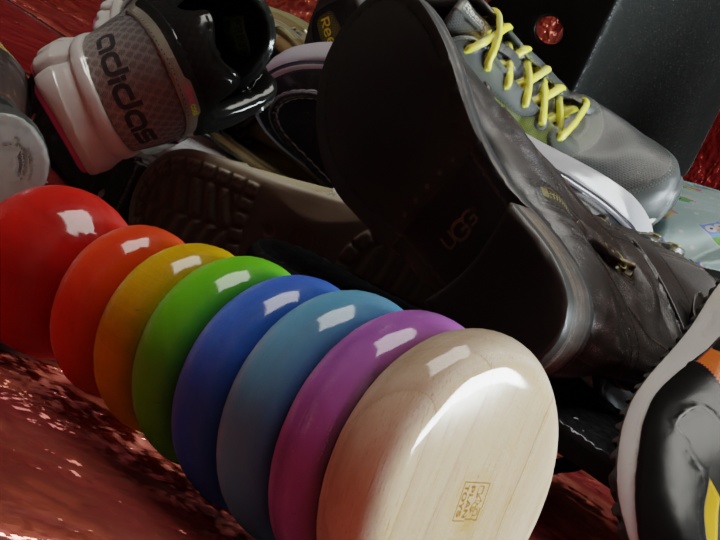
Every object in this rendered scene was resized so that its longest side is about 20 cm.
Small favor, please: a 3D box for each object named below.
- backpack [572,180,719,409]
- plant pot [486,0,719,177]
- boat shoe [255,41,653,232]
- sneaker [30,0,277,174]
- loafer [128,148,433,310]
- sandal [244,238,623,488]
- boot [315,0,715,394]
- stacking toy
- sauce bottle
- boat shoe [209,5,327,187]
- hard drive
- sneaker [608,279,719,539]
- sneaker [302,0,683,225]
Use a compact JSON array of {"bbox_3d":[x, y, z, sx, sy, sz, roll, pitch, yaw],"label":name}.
[{"bbox_3d":[0.165,0.028,1.025,0.166,0.127,0.200,25,12,-17],"label":"backpack"},{"bbox_3d":[0.100,-0.159,1.086,0.200,0.200,0.177,33,28,16],"label":"plant pot"},{"bbox_3d":[0.032,-0.036,0.923,0.200,0.072,0.068,30,37,10],"label":"boat shoe"},{"bbox_3d":[-0.072,-0.093,0.892,0.200,0.087,0.074,-57,127,-74],"label":"sneaker"},{"bbox_3d":[0.000,0.000,0.878,0.200,0.076,0.068,27,14,10],"label":"loafer"},{"bbox_3d":[0.034,0.048,0.793,0.200,0.045,0.075,27,9,26],"label":"sandal"},{"bbox_3d":[0.078,-0.013,0.820,0.174,0.069,0.200,16,40,-50],"label":"boot"},{"bbox_3d":[-0.043,0.028,0.594,0.200,0.086,0.085,23,4,38],"label":"stacking toy"},{"bbox_3d":[-0.165,-0.068,0.831,0.066,0.066,0.200,22,9,-29],"label":"sauce bottle"},{"bbox_3d":[-0.040,-0.085,1.048,0.200,0.073,0.063,36,18,33],"label":"boat shoe"},{"bbox_3d":[-0.087,-0.044,1.032,0.139,0.038,0.200,23,8,-27],"label":"hard drive"},{"bbox_3d":[0.156,0.048,0.728,0.070,0.090,0.200,61,36,-16],"label":"sneaker"},{"bbox_3d":[0.059,-0.079,0.963,0.199,0.085,0.075,21,44,8],"label":"sneaker"}]
